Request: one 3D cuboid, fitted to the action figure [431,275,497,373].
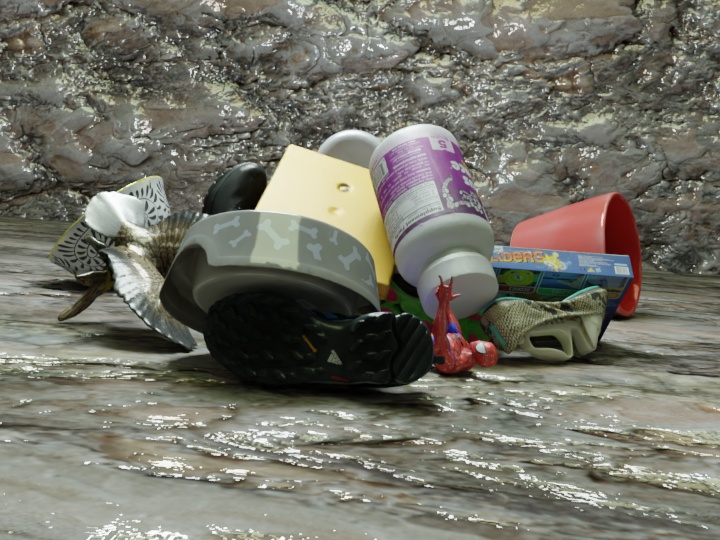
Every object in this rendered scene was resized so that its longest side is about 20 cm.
[{"bbox_3d":[0.048,0.044,0.853,0.198,0.101,0.065,11,9,37],"label":"action figure"}]

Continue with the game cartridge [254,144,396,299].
[{"bbox_3d":[-0.032,-0.058,1.019,0.174,0.033,0.201,18,44,2],"label":"game cartridge"}]

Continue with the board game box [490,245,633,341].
[{"bbox_3d":[0.212,0.030,1.061,0.196,0.035,0.136,5,-39,-3],"label":"board game box"}]

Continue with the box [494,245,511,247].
[{"bbox_3d":[0.158,0.015,1.257,0.179,0.106,0.200,5,5,-11],"label":"box"}]

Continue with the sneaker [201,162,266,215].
[{"bbox_3d":[-0.152,-0.029,1.025,0.090,0.203,0.076,20,-5,41],"label":"sneaker"}]

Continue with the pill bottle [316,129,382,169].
[{"bbox_3d":[-0.010,-0.136,1.233,0.107,0.111,0.200,4,4,-1],"label":"pill bottle"}]

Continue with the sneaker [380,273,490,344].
[{"bbox_3d":[0.070,0.041,1.017,0.197,0.078,0.083,18,18,24],"label":"sneaker"}]

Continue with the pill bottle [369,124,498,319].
[{"bbox_3d":[0.082,-0.052,0.951,0.110,0.202,0.113,-11,-34,-7],"label":"pill bottle"}]

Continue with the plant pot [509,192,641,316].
[{"bbox_3d":[0.356,-0.021,1.461,0.175,0.204,0.199,-5,-2,35],"label":"plant pot"}]

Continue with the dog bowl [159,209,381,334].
[{"bbox_3d":[-0.075,0.013,0.774,0.196,0.060,0.201,5,-24,2],"label":"dog bowl"}]

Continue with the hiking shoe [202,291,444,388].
[{"bbox_3d":[-0.034,0.068,0.721,0.197,0.076,0.087,8,-14,15],"label":"hiking shoe"}]

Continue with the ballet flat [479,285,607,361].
[{"bbox_3d":[0.214,0.064,0.954,0.198,0.068,0.076,-4,53,-39],"label":"ballet flat"}]

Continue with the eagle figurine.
[{"bbox_3d":[-0.205,0.004,0.915,0.198,0.154,0.150,2,-19,45],"label":"eagle figurine"}]

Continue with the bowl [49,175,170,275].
[{"bbox_3d":[-0.343,-0.039,1.281,0.200,0.095,0.201,-40,0,0],"label":"bowl"}]

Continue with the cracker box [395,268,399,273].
[{"bbox_3d":[0.000,0.000,1.089,0.196,0.137,0.058,3,6,-13],"label":"cracker box"}]
